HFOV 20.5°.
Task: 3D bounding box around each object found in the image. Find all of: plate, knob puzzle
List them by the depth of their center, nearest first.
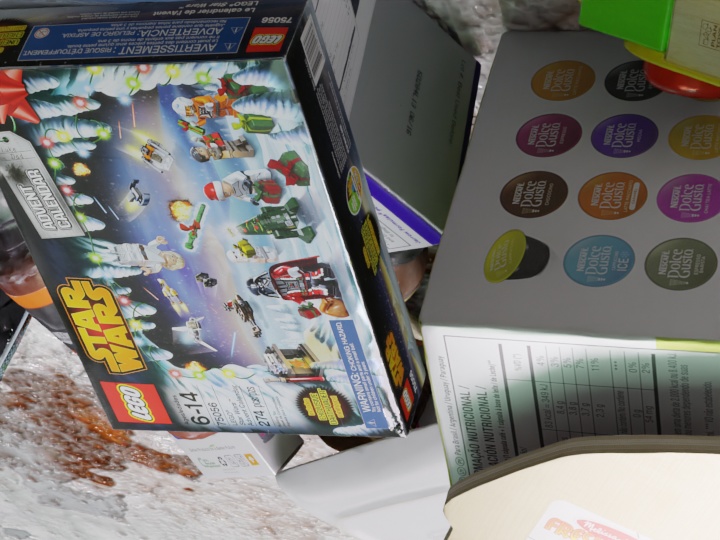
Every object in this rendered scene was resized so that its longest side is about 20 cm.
[{"bbox_3d":[0.129,0.126,0.848,0.218,0.031,0.221,11,136,11],"label":"knob puzzle"},{"bbox_3d":[0.076,0.151,1.190,0.199,0.033,0.199,26,151,-30],"label":"plate"}]

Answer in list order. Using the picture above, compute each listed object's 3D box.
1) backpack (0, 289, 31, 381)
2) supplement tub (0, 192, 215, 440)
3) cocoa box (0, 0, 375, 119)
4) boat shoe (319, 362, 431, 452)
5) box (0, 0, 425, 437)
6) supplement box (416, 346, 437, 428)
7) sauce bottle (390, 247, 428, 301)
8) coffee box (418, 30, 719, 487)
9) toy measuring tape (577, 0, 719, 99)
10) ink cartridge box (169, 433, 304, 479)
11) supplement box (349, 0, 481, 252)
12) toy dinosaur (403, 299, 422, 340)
[{"bbox_3d":[-0.299,0.033,1.167,0.177,0.202,0.150,25,171,-32],"label":"backpack"},{"bbox_3d":[-0.134,-0.001,1.114,0.106,0.107,0.200,-15,131,43],"label":"supplement tub"},{"bbox_3d":[-0.103,-0.127,0.820,0.198,0.134,0.132,5,153,12],"label":"cocoa box"},{"bbox_3d":[-0.043,0.060,1.270,0.199,0.071,0.071,22,156,29],"label":"boat shoe"},{"bbox_3d":[-0.062,-0.015,0.778,0.136,0.040,0.201,0,135,20],"label":"box"},{"bbox_3d":[0.122,0.098,1.236,0.199,0.102,0.103,-12,147,40],"label":"supplement box"},{"bbox_3d":[0.000,0.000,1.135,0.064,0.065,0.200,16,156,-12],"label":"sauce bottle"},{"bbox_3d":[0.150,0.029,0.913,0.196,0.201,0.201,3,134,17],"label":"coffee box"},{"bbox_3d":[0.172,-0.096,0.816,0.199,0.074,0.074,25,168,38],"label":"toy measuring tape"},{"bbox_3d":[-0.125,0.048,1.246,0.200,0.037,0.094,50,152,-17],"label":"ink cartridge box"},{"bbox_3d":[-0.055,-0.066,0.973,0.199,0.102,0.103,-10,149,36],"label":"supplement box"},{"bbox_3d":[0.064,0.039,1.098,0.088,0.048,0.200,45,-169,14],"label":"toy dinosaur"}]
